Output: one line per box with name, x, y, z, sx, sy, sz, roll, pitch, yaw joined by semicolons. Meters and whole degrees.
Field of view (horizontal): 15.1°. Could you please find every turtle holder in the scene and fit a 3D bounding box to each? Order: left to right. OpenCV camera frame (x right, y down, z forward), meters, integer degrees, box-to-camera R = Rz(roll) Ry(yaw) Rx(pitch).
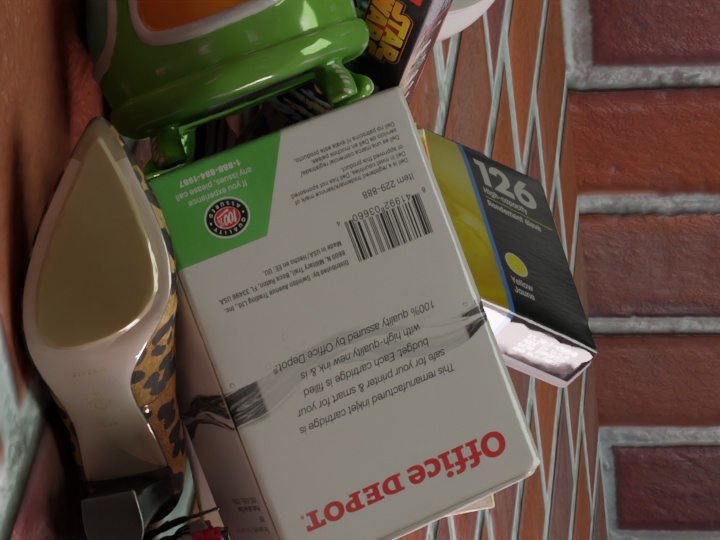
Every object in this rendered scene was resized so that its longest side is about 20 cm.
turtle holder;-0.066;-0.131;1.358;0.133;0.140;0.185;69;22;-2

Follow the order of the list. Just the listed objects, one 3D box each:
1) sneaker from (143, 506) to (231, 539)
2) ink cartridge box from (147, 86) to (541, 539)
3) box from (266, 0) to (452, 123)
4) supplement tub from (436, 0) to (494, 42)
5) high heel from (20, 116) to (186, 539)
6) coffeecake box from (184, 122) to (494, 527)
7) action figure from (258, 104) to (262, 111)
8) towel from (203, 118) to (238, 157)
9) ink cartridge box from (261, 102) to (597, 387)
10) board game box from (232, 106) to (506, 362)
sneaker;-0.100;0.161;1.327;0.200;0.074;0.081;111;-31;-77
ink cartridge box;-0.020;0.032;1.319;0.084;0.145;0.201;-16;-85;67
box;-0.023;-0.151;1.436;0.040;0.137;0.200;-50;171;-29
supplement tub;0.006;-0.194;1.553;0.200;0.143;0.146;172;-82;-70
high heel;-0.116;0.026;1.285;0.143;0.071;0.202;-78;166;-84
coffeecake box;-0.024;0.036;1.422;0.073;0.152;0.202;-125;-156;-84
action figure;-0.013;-0.061;1.763;0.194;0.104;0.201;58;7;-62
towel;-0.068;0.011;1.655;0.200;0.023;0.145;68;22;-63
ink cartridge box;0.036;-0.043;1.584;0.197;0.047;0.201;22;38;-34
board game box;0.000;0.000;1.562;0.034;0.200;0.135;-46;-172;28
